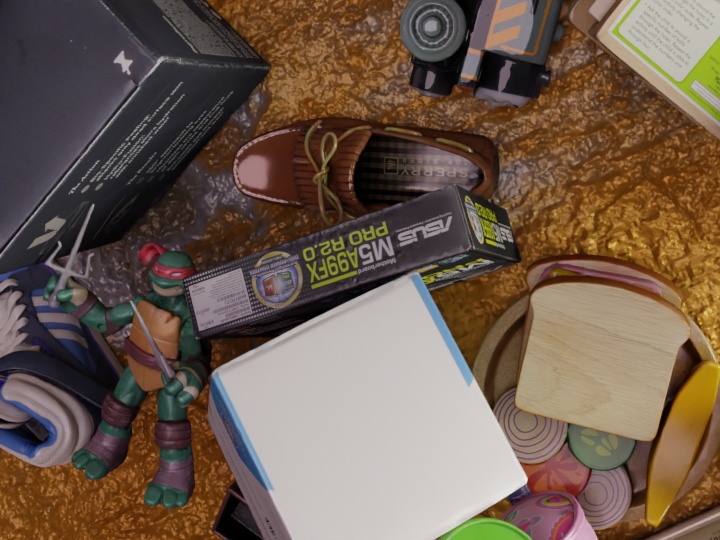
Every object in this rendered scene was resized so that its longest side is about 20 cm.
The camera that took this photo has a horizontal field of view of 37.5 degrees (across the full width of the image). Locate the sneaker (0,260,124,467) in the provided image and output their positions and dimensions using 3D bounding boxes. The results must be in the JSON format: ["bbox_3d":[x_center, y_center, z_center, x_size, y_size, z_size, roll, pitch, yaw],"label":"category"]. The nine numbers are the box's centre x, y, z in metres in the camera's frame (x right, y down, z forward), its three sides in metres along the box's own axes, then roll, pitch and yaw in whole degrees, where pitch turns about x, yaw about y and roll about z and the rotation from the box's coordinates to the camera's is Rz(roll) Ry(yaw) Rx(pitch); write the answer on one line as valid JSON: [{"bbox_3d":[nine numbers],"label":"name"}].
[{"bbox_3d":[-0.272,0.063,0.834,0.080,0.146,0.201,-38,89,18],"label":"sneaker"}]

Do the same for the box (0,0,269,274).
[{"bbox_3d":[-0.195,-0.114,0.755,0.117,0.200,0.197,46,107,4],"label":"box"}]

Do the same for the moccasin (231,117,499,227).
[{"bbox_3d":[0.000,-0.070,0.772,0.199,0.078,0.075,9,102,14],"label":"moccasin"}]

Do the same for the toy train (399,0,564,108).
[{"bbox_3d":[0.096,-0.211,0.724,0.113,0.085,0.202,15,103,3],"label":"toy train"}]

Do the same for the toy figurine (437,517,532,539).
[{"bbox_3d":[0.041,0.259,0.713,0.199,0.151,0.183,35,145,-30],"label":"toy figurine"}]

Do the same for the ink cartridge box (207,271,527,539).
[{"bbox_3d":[-0.009,0.117,0.712,0.145,0.200,0.148,-26,81,-15],"label":"ink cartridge box"}]

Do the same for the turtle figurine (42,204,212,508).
[{"bbox_3d":[-0.150,0.060,0.754,0.149,0.100,0.202,24,114,37],"label":"turtle figurine"}]

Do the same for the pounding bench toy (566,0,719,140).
[{"bbox_3d":[0.188,-0.185,0.645,0.199,0.156,0.125,36,106,-9],"label":"pounding bench toy"}]

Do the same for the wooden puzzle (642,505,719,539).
[{"bbox_3d":[0.302,0.261,0.769,0.184,0.037,0.201,-30,91,18],"label":"wooden puzzle"}]

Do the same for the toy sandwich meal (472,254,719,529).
[{"bbox_3d":[0.168,0.093,0.758,0.203,0.070,0.208,3,100,15],"label":"toy sandwich meal"}]

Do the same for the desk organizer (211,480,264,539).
[{"bbox_3d":[-0.028,0.238,0.834,0.199,0.077,0.072,34,106,7],"label":"desk organizer"}]

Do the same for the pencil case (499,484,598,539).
[{"bbox_3d":[0.157,0.255,0.763,0.087,0.088,0.201,-24,105,18],"label":"pencil case"}]

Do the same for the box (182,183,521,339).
[{"bbox_3d":[0.000,0.000,0.740,0.198,0.160,0.045,-18,81,17],"label":"box"}]
